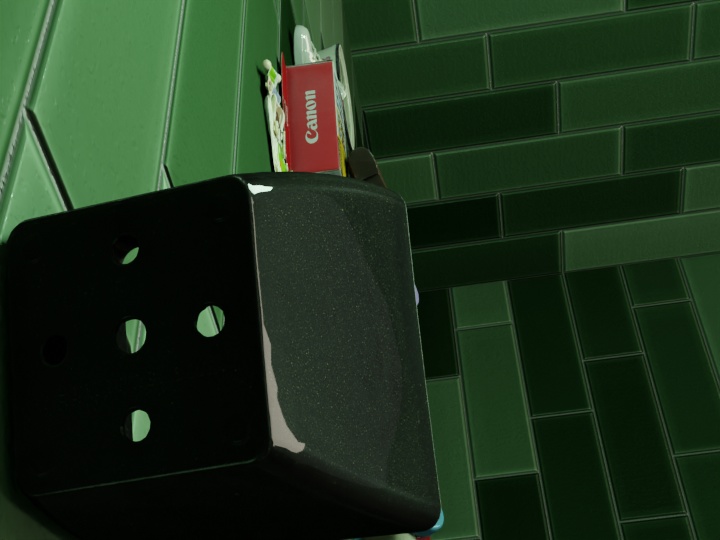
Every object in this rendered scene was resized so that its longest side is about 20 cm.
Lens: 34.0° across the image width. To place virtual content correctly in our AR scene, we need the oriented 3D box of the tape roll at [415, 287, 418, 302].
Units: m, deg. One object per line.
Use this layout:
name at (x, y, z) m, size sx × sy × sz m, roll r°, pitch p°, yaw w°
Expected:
tape roll at (0.000, 0.000, 1.827) m, size 0.200 × 0.066 × 0.201 m, roll 42°, pitch 18°, yaw -17°

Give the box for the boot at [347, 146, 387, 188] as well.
boot at (0.022, -0.108, 1.913) m, size 0.200 × 0.063 × 0.189 m, roll 175°, pitch -98°, yaw -88°

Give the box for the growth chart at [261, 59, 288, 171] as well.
growth chart at (-0.114, -0.188, 1.649) m, size 0.145 × 0.017 × 0.203 m, roll -63°, pitch 147°, yaw -84°

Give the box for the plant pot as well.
plant pot at (-0.083, 0.047, 0.633) m, size 0.177 × 0.197 × 0.203 m, roll 32°, pitch 50°, yaw -68°

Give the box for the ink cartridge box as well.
ink cartridge box at (-0.070, -0.217, 1.838) m, size 0.176 × 0.083 × 0.203 m, roll 74°, pitch 10°, yaw -65°

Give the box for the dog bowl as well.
dog bowl at (-0.060, -0.323, 2.227) m, size 0.200 × 0.073 × 0.203 m, roll -7°, pitch 90°, yaw -86°

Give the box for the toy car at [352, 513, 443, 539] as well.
toy car at (0.102, 0.468, 1.795) m, size 0.199 × 0.184 × 0.178 m, roll 28°, pitch 38°, yaw -30°

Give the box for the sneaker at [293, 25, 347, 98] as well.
sneaker at (-0.069, -0.342, 2.074) m, size 0.073 × 0.083 × 0.202 m, roll -88°, pitch 169°, yaw -54°
